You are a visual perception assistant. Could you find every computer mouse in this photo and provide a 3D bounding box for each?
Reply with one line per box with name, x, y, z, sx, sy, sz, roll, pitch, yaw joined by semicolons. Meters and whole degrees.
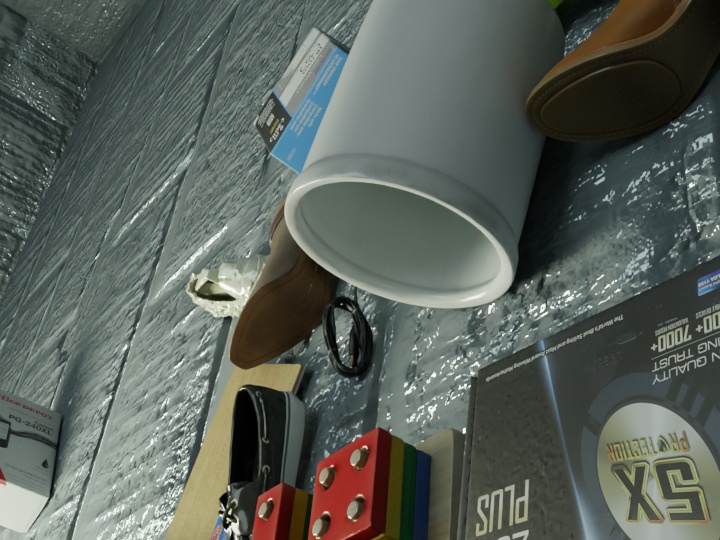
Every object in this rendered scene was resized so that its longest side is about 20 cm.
computer mouse;0.000;0.000;0.842;0.034;0.058;0.202;120;163;-63

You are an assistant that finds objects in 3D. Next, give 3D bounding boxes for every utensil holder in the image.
utensil holder;0.055;-0.100;0.704;0.169;0.169;0.202;-20;44;54

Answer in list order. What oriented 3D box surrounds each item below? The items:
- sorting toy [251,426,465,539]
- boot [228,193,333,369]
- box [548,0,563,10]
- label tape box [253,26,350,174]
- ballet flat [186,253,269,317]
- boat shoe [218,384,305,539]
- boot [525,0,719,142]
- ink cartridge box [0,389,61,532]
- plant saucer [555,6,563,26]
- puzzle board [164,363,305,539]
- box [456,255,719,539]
sorting toy;-0.020;0.217;0.624;0.199;0.069;0.201;-37;34;41
boot;-0.069;-0.013;0.953;0.200;0.070;0.147;-46;30;11
box;0.185;-0.283;0.720;0.123;0.047;0.200;-59;7;-20
label tape box;-0.048;-0.190;1.105;0.145;0.063;0.200;-56;25;12
ballet flat;-0.141;0.018;1.064;0.199;0.071;0.073;-15;50;56
boat shoe;-0.089;0.190;0.787;0.068;0.056;0.202;-33;42;43
boot;0.192;-0.185;0.630;0.199;0.076;0.157;-36;36;39
ink cartridge box;-0.548;0.280;1.462;0.084;0.144;0.201;-52;27;19
plant saucer;0.106;-0.174;0.853;0.200;0.019;0.071;-40;32;39
puzzle board;-0.121;0.185;0.911;0.150;0.017;0.202;-9;57;58
box;0.138;0.102;0.427;0.199;0.086;0.166;-33;38;45
